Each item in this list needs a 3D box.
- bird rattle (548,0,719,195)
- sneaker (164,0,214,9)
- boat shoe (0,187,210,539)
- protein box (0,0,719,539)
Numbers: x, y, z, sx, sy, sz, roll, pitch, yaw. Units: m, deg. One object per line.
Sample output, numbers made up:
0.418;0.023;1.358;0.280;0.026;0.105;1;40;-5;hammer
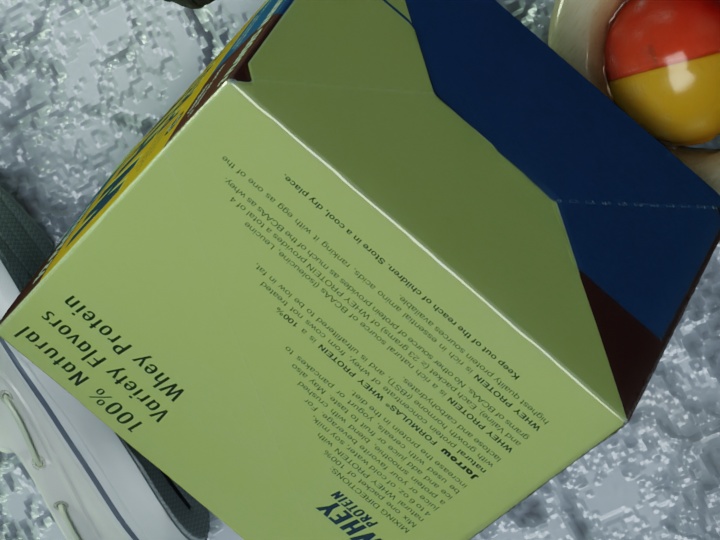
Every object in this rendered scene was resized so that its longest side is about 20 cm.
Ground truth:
0.146;-0.094;1.187;0.162;0.113;0.201;-15;105;31;bird rattle
-0.055;-0.203;1.190;0.090;0.066;0.201;1;109;11;sneaker
-0.143;0.056;1.299;0.067;0.074;0.201;-26;106;15;boat shoe
0.000;0.000;1.187;0.198;0.135;0.200;40;136;-7;protein box
